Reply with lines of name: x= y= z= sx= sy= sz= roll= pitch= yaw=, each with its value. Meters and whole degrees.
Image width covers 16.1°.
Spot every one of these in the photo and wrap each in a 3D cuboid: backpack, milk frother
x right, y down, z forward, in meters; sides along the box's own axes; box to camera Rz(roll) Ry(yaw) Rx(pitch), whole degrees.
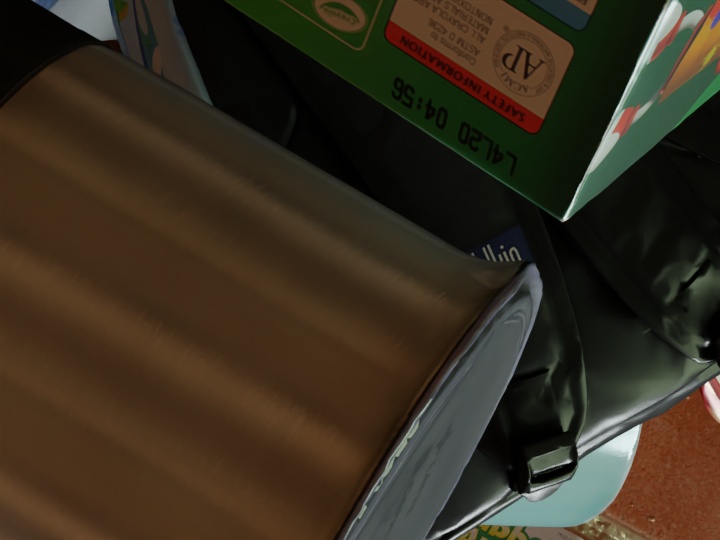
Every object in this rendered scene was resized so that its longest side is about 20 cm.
backpack: x=0.012 y=-0.052 z=0.690 sx=0.163 sy=0.200 sz=0.154 roll=-34 pitch=-159 yaw=-9
milk frother: x=-0.064 y=0.015 z=0.602 sx=0.200 sy=0.188 sz=0.181 roll=-41 pitch=160 yaw=-59

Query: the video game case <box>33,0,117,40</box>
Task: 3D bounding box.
video game case: x=-0.044 y=-0.160 z=0.745 sx=0.200 sy=0.022 sz=0.182 roll=-64 pitch=171 yaw=12

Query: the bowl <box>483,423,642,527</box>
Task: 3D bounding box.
bowl: x=0.000 y=0.000 z=0.844 sx=0.105 sy=0.201 sz=0.201 roll=-14 pitch=148 yaw=-21

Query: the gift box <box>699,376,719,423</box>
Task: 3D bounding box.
gift box: x=0.182 y=-0.035 z=0.852 sx=0.185 sy=0.186 sz=0.200 roll=56 pitch=24 yaw=-46

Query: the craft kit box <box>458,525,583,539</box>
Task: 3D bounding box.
craft kit box: x=-0.009 y=0.187 z=1.397 sx=0.198 sy=0.200 sz=0.049 roll=-58 pitch=169 yaw=-27

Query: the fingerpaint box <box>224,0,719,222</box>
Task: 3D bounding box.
fingerpaint box: x=0.011 y=-0.118 z=0.554 sx=0.167 sy=0.200 sz=0.073 roll=-39 pitch=158 yaw=-50
